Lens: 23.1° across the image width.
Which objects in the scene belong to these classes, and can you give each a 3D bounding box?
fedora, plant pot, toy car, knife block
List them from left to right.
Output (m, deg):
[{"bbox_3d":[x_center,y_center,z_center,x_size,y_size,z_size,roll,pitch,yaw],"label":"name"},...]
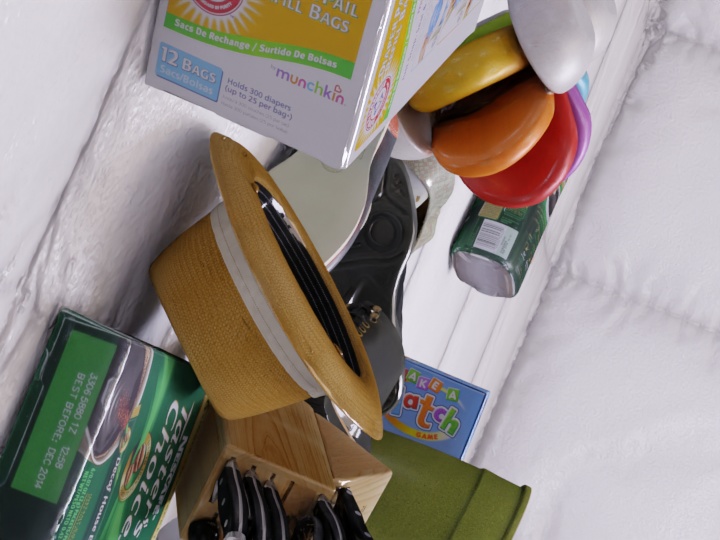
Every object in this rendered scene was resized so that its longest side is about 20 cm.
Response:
[{"bbox_3d":[-0.071,0.117,0.986,0.175,0.199,0.064,5,118,-59],"label":"knife block"},{"bbox_3d":[-0.059,0.022,0.949,0.081,0.202,0.201,-27,170,5],"label":"fedora"},{"bbox_3d":[-0.006,0.198,1.307,0.202,0.192,0.200,-59,177,-5],"label":"plant pot"},{"bbox_3d":[0.104,-0.123,1.252,0.174,0.151,0.200,-24,-170,25],"label":"toy car"}]

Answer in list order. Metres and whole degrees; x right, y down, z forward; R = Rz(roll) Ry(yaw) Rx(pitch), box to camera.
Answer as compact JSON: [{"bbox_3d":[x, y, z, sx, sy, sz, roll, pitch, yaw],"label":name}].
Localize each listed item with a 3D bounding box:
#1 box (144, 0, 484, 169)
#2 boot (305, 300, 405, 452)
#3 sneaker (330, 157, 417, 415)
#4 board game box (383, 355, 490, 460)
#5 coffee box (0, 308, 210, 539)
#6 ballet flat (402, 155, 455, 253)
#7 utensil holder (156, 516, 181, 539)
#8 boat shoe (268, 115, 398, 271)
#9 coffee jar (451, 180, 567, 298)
[{"bbox_3d":[-0.009,-0.149,0.869,0.200,0.112,0.102,-52,162,-56],"label":"box"},{"bbox_3d":[-0.026,0.042,1.207,0.139,0.077,0.201,-60,150,-42],"label":"boot"},{"bbox_3d":[0.000,0.000,1.346,0.114,0.075,0.202,-119,-154,-71],"label":"sneaker"},{"bbox_3d":[0.001,0.163,1.436,0.037,0.150,0.202,9,103,-80],"label":"board game box"},{"bbox_3d":[-0.132,0.093,0.916,0.200,0.044,0.124,55,57,-78],"label":"coffee box"},{"bbox_3d":[0.038,-0.058,1.428,0.063,0.067,0.201,-53,164,-22],"label":"ballet flat"},{"bbox_3d":[-0.100,0.249,1.058,0.200,0.169,0.171,-42,152,-69],"label":"utensil holder"},{"bbox_3d":[-0.026,-0.049,1.119,0.063,0.071,0.201,103,9,-53],"label":"boat shoe"},{"bbox_3d":[0.178,-0.077,2.033,0.105,0.085,0.201,74,39,-61],"label":"coffee jar"}]
